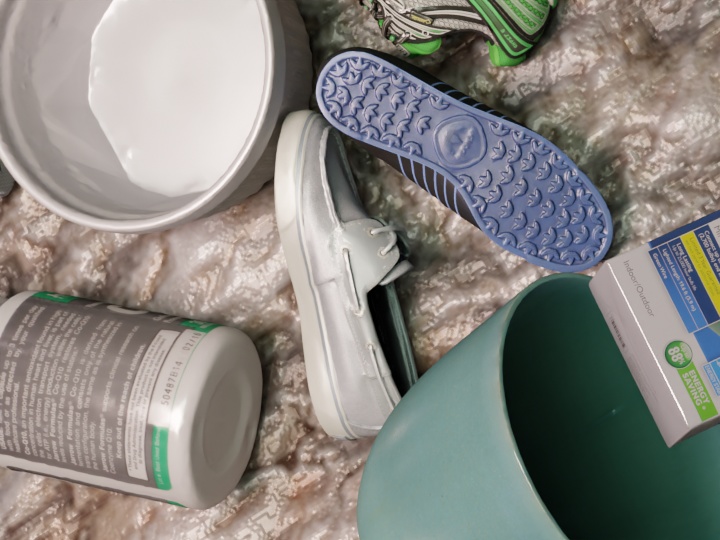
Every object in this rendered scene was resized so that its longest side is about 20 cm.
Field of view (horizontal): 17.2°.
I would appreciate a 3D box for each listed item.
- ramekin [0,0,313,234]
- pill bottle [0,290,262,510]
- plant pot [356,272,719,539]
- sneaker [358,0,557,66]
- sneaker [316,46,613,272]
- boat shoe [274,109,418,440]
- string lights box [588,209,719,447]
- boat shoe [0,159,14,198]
[{"bbox_3d":[-0.123,-0.121,1.460,0.199,0.105,0.202,-1,88,22],"label":"ramekin"},{"bbox_3d":[-0.171,0.074,1.470,0.199,0.113,0.114,10,92,20],"label":"pill bottle"},{"bbox_3d":[0.094,0.126,1.328,0.161,0.200,0.201,-33,77,37],"label":"plant pot"},{"bbox_3d":[0.019,-0.170,1.390,0.199,0.078,0.086,15,99,-8],"label":"sneaker"},{"bbox_3d":[0.063,-0.071,1.413,0.199,0.078,0.070,34,99,-3],"label":"sneaker"},{"bbox_3d":[0.000,0.001,1.425,0.071,0.070,0.202,-7,98,22],"label":"boat shoe"},{"bbox_3d":[0.237,0.006,1.298,0.199,0.059,0.103,-24,79,-10],"label":"string lights box"},{"bbox_3d":[-0.271,-0.142,1.534,0.066,0.074,0.201,-6,88,18],"label":"boat shoe"}]
